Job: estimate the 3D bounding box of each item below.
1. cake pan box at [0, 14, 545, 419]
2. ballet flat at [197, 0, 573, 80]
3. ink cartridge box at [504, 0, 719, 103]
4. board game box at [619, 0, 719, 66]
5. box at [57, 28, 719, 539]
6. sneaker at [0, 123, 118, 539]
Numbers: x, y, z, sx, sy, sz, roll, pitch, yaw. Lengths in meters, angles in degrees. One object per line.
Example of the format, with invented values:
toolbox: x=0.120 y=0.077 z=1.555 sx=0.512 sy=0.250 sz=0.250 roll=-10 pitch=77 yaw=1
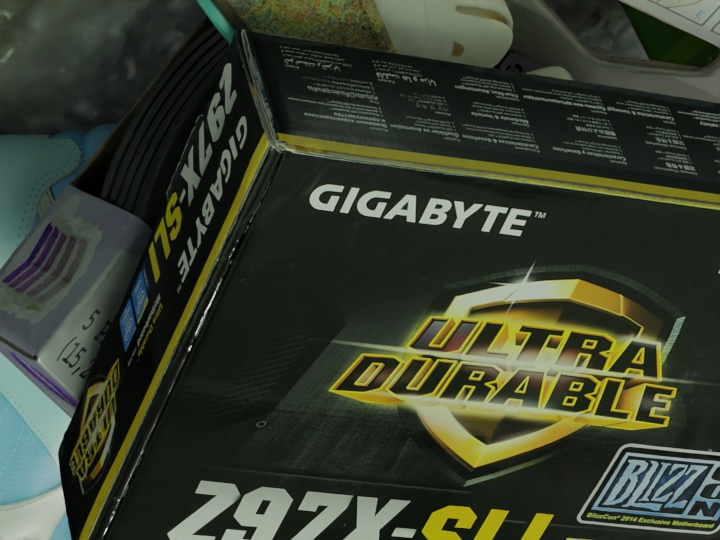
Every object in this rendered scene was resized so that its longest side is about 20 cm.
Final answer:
cake pan box: x=0.000 y=0.000 z=0.893 sx=0.185 sy=0.052 sz=0.200 roll=-52 pitch=128 yaw=-12
ballet flat: x=0.024 y=-0.046 z=0.815 sx=0.070 sy=0.071 sz=0.200 roll=-28 pitch=133 yaw=15
ink cartridge box: x=0.104 y=-0.114 z=0.790 sx=0.199 sy=0.045 sz=0.176 roll=23 pitch=141 yaw=-18
board game box: x=0.119 y=-0.099 z=0.854 sx=0.095 sy=0.030 sz=0.201 roll=-25 pitch=106 yaw=13
box: x=0.034 y=0.022 z=0.803 sx=0.199 sy=0.050 sz=0.160 roll=7 pitch=132 yaw=-25
sneaker: x=-0.080 y=0.035 z=0.952 sx=0.130 sy=0.080 sz=0.201 roll=-11 pitch=134 yaw=1
